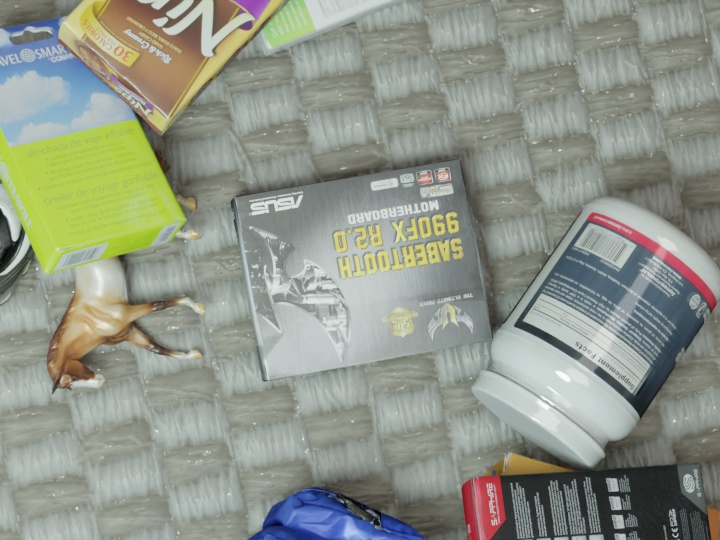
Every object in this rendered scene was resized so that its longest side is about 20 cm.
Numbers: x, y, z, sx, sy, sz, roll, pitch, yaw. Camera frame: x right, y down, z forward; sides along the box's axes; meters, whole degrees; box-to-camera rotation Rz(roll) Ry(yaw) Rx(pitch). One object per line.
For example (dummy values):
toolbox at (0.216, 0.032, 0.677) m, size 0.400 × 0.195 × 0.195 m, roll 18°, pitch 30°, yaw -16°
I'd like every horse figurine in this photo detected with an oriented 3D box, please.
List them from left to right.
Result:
horse figurine at (-0.197, 0.001, 1.585) m, size 0.132 × 0.050 × 0.201 m, roll -1°, pitch 87°, yaw -14°

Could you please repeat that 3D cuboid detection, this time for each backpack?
backpack at (-0.006, 0.278, 1.537) m, size 0.199 × 0.163 × 0.168 m, roll 26°, pitch 79°, yaw -5°

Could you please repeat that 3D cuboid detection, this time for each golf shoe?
golf shoe at (-0.276, -0.064, 1.556) m, size 0.077 × 0.094 × 0.201 m, roll 20°, pitch 81°, yaw -6°

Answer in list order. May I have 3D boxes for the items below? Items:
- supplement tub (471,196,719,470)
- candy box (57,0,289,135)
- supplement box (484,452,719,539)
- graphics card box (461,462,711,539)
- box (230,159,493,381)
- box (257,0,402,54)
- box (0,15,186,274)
supplement tub at (0.198, 0.052, 1.595) m, size 0.140 × 0.140 × 0.200 m, roll 36°, pitch 82°, yaw -5°
candy box at (-0.136, -0.222, 1.546) m, size 0.117 × 0.056 × 0.200 m, roll 42°, pitch 74°, yaw -3°
supplement box at (0.201, 0.216, 1.612) m, size 0.199 × 0.069 × 0.067 m, roll 17°, pitch 65°, yaw -11°
graphics card box at (0.186, 0.225, 1.542) m, size 0.199 × 0.051 × 0.126 m, roll -3°, pitch 73°, yaw -14°
box at (0.000, 0.000, 1.615) m, size 0.199 × 0.048 × 0.159 m, roll -9°, pitch 87°, yaw -9°
box at (-0.018, -0.288, 1.634) m, size 0.199 × 0.036 × 0.145 m, roll -22°, pitch 89°, yaw -11°
box at (-0.236, -0.104, 1.528) m, size 0.122 × 0.048 × 0.200 m, roll -16°, pitch 71°, yaw -34°
